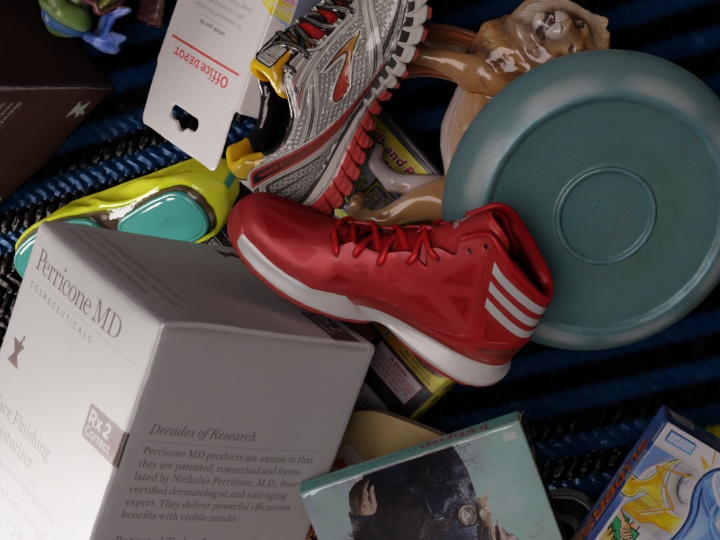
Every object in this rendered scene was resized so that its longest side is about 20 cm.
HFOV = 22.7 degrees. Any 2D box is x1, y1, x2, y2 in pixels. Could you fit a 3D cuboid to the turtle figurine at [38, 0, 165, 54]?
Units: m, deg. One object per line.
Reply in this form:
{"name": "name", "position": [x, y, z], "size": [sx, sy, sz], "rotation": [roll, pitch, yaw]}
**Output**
{"name": "turtle figurine", "position": [-0.190, -0.265, 1.205], "size": [0.200, 0.144, 0.194], "rotation": [46, 105, 6]}

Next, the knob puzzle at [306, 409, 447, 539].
{"name": "knob puzzle", "position": [0.014, 0.179, 1.179], "size": [0.219, 0.030, 0.220], "rotation": [2, 93, 32]}

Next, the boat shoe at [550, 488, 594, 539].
{"name": "boat shoe", "position": [0.064, 0.199, 1.202], "size": [0.200, 0.064, 0.071], "rotation": [-26, 86, 20]}

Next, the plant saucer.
{"name": "plant saucer", "position": [0.151, -0.037, 1.119], "size": [0.199, 0.027, 0.201], "rotation": [-2, 112, -6]}

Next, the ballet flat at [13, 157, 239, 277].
{"name": "ballet flat", "position": [-0.159, -0.035, 1.251], "size": [0.200, 0.067, 0.067], "rotation": [-17, 119, 39]}

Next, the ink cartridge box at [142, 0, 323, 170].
{"name": "ink cartridge box", "position": [-0.065, -0.169, 1.186], "size": [0.117, 0.067, 0.200], "rotation": [36, 109, 49]}

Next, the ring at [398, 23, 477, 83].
{"name": "ring", "position": [0.045, -0.065, 1.208], "size": [0.200, 0.019, 0.201], "rotation": [2, 97, 20]}

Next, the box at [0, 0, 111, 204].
{"name": "box", "position": [-0.320, -0.146, 1.249], "size": [0.166, 0.164, 0.200], "rotation": [-44, 81, 18]}

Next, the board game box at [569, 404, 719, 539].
{"name": "board game box", "position": [0.238, 0.193, 1.127], "size": [0.200, 0.034, 0.136], "rotation": [30, 105, -4]}

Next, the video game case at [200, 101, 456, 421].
{"name": "video game case", "position": [0.000, 0.000, 1.208], "size": [0.181, 0.025, 0.200], "rotation": [-45, 80, 18]}

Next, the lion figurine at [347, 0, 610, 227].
{"name": "lion figurine", "position": [0.074, -0.086, 1.143], "size": [0.122, 0.072, 0.200], "rotation": [21, 101, 2]}

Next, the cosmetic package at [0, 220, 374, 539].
{"name": "cosmetic package", "position": [-0.125, 0.096, 1.124], "size": [0.165, 0.165, 0.200], "rotation": [33, 109, 47]}

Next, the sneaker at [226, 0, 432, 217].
{"name": "sneaker", "position": [-0.019, -0.131, 1.109], "size": [0.082, 0.078, 0.200], "rotation": [19, 97, -29]}

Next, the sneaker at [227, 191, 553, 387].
{"name": "sneaker", "position": [0.027, -0.019, 1.082], "size": [0.200, 0.078, 0.116], "rotation": [25, 129, -11]}

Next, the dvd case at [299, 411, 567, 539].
{"name": "dvd case", "position": [0.064, 0.199, 1.109], "size": [0.146, 0.022, 0.200], "rotation": [-18, 106, 7]}
